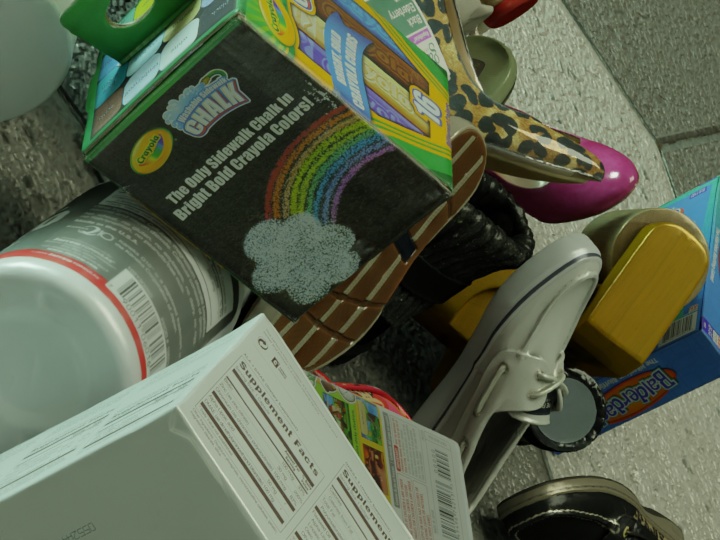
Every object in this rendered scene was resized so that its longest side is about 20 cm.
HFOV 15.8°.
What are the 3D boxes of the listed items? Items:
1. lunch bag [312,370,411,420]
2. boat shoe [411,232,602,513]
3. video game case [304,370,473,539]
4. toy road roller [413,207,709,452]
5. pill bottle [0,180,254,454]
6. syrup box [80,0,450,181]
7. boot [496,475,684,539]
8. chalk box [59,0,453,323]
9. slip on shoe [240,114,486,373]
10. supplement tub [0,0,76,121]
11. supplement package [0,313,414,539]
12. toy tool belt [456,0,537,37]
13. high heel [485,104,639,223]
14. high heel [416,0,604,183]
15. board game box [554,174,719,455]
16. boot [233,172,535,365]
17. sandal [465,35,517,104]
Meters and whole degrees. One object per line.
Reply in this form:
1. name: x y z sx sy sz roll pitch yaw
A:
1. lunch bag: -0.029 0.129 1.485 0.200 0.082 0.176 9 56 -55
2. boat shoe: 0.095 0.070 1.614 0.066 0.200 0.072 46 17 29
3. video game case: -0.001 0.153 1.408 0.182 0.023 0.200 27 43 -39
4. toy road roller: 0.119 0.019 1.723 0.146 0.200 0.123 41 -10 -11
5. pill bottle: -0.131 0.016 1.385 0.114 0.114 0.200 58 28 -6
6. syrup box: -0.055 -0.096 1.520 0.081 0.200 0.079 60 29 -3
7. boot: 0.172 0.228 1.743 0.200 0.073 0.151 32 39 -51
8. chalk box: -0.063 -0.096 1.365 0.200 0.125 0.124 40 26 -24
9. slip on shoe: -0.010 -0.019 1.489 0.200 0.061 0.076 -50 144 -20
10. supplement tub: -0.214 -0.192 1.420 0.132 0.132 0.200 38 36 -37
11. supplement package: -0.098 0.143 1.232 0.156 0.200 0.111 57 29 -9
12. toy tool belt: 0.032 -0.215 1.848 0.200 0.125 0.123 -25 80 -43
13. high heel: 0.110 -0.092 1.827 0.067 0.200 0.096 -48 122 -14
14. high heel: 0.086 -0.145 1.717 0.071 0.200 0.143 63 49 -79
15. board game box: 0.202 0.030 1.883 0.045 0.152 0.200 49 31 -22
16. boot: -0.001 -0.002 1.568 0.211 0.158 0.079 -10 73 -61
17. sandal: 0.044 -0.108 1.786 0.080 0.057 0.201 22 50 14
